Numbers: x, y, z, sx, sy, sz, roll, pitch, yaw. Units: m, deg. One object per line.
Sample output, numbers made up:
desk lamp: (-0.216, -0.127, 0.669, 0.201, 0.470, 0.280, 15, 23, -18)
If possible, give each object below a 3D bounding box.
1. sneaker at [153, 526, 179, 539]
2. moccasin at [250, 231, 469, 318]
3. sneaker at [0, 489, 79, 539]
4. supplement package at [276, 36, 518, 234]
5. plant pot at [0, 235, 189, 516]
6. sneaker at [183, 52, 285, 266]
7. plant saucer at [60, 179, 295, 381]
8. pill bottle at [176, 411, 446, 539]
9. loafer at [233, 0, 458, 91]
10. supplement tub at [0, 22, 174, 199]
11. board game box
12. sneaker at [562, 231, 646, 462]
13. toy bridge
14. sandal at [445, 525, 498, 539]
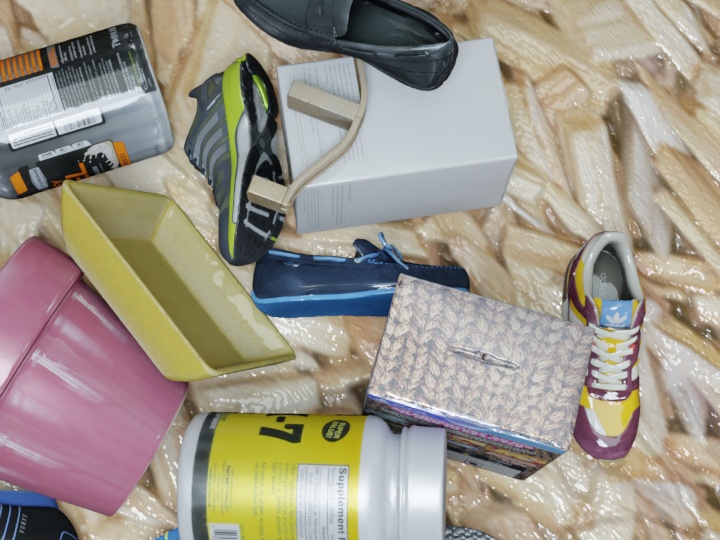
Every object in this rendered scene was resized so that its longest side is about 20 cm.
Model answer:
sneaker: (-0.134, 0.227, 1.000, 0.104, 0.076, 0.202, 17, 75, 3)
moccasin: (0.000, 0.000, 1.069, 0.197, 0.081, 0.069, 0, 69, -3)
sneaker: (-0.303, 0.218, 0.936, 0.078, 0.199, 0.071, 44, 111, 33)
supplement package: (0.030, -0.120, 1.082, 0.197, 0.120, 0.123, -8, 72, -4)
plant pot: (-0.248, 0.102, 0.982, 0.178, 0.200, 0.201, 33, 75, -8)
sneaker: (-0.119, -0.096, 1.096, 0.080, 0.074, 0.203, -16, 64, 29)
plant saucer: (-0.161, 0.019, 1.012, 0.048, 0.200, 0.200, -42, 79, 13)
pill bottle: (-0.033, 0.167, 0.915, 0.197, 0.114, 0.116, 0, 74, 6)
loafer: (-0.012, -0.212, 0.984, 0.198, 0.071, 0.069, 22, 70, 5)
supplement tub: (-0.278, -0.139, 1.075, 0.198, 0.123, 0.124, -18, 75, -7)
board game box: (0.088, 0.095, 0.982, 0.157, 0.200, 0.098, 16, 74, 2)
sneaker: (0.215, 0.065, 1.052, 0.074, 0.090, 0.203, -1, 74, -3)
toy bridge: (-0.029, -0.139, 1.009, 0.066, 0.027, 0.202, 20, 71, 4)
sandal: (0.047, 0.252, 1.019, 0.198, 0.048, 0.076, 6, 80, 13)
